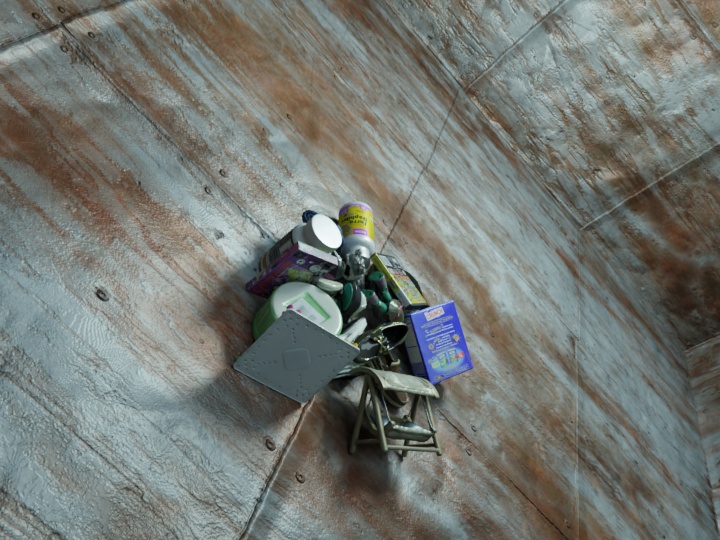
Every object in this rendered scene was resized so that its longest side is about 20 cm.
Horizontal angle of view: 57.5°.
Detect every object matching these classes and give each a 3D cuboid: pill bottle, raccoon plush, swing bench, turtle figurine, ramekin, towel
[{"bbox_3d":[-0.144,-0.043,1.592,0.116,0.200,0.117,30,41,-30],"label":"pill bottle"},{"bbox_3d":[0.000,0.000,1.789,0.199,0.134,0.097,-8,66,-53],"label":"raccoon plush"},{"bbox_3d":[0.084,0.335,1.561,0.198,0.129,0.202,17,66,-40],"label":"swing bench"},{"bbox_3d":[0.068,0.108,1.772,0.150,0.100,0.201,-76,147,-46],"label":"turtle figurine"},{"bbox_3d":[-0.138,0.122,1.499,0.199,0.098,0.201,19,42,-18],"label":"ramekin"},{"bbox_3d":[-0.012,-0.096,1.887,0.104,0.104,0.201,29,41,-33],"label":"pill bottle"},{"bbox_3d":[-0.099,-0.098,1.728,0.111,0.049,0.200,31,-8,8],"label":"towel"}]

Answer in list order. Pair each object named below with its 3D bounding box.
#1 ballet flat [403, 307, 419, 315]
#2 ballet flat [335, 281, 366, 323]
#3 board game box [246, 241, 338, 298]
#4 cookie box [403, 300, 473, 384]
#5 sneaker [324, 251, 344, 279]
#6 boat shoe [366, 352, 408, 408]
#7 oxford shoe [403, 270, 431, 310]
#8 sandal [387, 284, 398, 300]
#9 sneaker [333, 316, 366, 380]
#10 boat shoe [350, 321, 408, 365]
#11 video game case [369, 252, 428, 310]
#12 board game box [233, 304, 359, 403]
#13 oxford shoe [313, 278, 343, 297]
[{"bbox_3d":[0.160,0.150,1.916,0.200,0.074,0.074,51,34,-4],"label":"ballet flat"},{"bbox_3d":[-0.025,0.084,1.628,0.072,0.200,0.074,10,59,-18],"label":"ballet flat"},{"bbox_3d":[-0.160,0.009,1.526,0.120,0.200,0.033,25,44,-35],"label":"board game box"},{"bbox_3d":[0.211,0.203,1.845,0.170,0.075,0.202,-13,86,-34],"label":"cookie box"},{"bbox_3d":[-0.103,-0.041,1.699,0.200,0.081,0.086,40,11,35],"label":"sneaker"},{"bbox_3d":[0.071,0.259,1.704,0.203,0.075,0.075,56,34,3],"label":"boat shoe"},{"bbox_3d":[0.167,0.091,1.998,0.201,0.071,0.071,59,4,11],"label":"oxford shoe"},{"bbox_3d":[0.073,0.035,1.914,0.082,0.054,0.201,41,20,-37],"label":"sandal"},{"bbox_3d":[-0.029,0.206,1.648,0.116,0.075,0.200,59,41,-8],"label":"sneaker"},{"bbox_3d":[0.046,0.176,1.636,0.201,0.060,0.072,-26,96,-49],"label":"boat shoe"},{"bbox_3d":[0.113,0.033,1.880,0.181,0.025,0.200,55,14,13],"label":"video game case"},{"bbox_3d":[-0.137,0.183,1.410,0.199,0.200,0.026,34,25,-28],"label":"board game box"},{"bbox_3d":[-0.087,0.049,1.628,0.075,0.200,0.058,18,87,-7],"label":"oxford shoe"}]
